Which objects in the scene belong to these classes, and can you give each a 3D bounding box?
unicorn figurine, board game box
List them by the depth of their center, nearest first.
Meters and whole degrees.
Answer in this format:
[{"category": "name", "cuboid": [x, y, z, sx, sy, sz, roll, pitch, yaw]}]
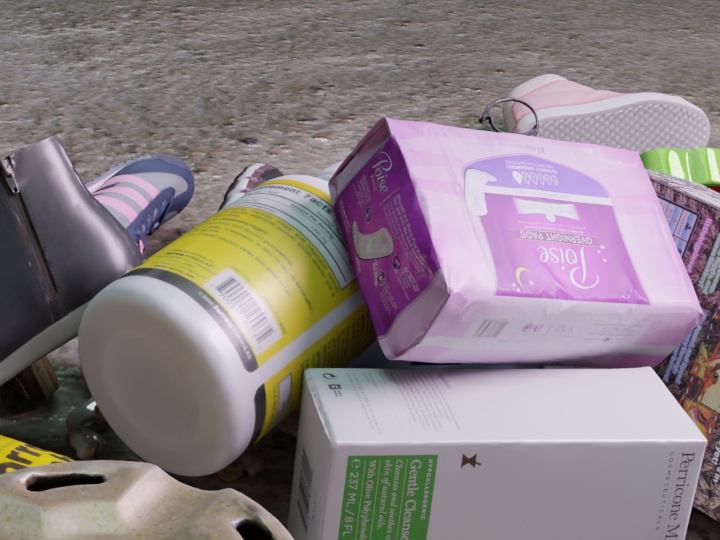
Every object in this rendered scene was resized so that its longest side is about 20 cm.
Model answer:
[{"category": "board game box", "cuboid": [0.220, 0.049, 0.953, 0.096, 0.161, 0.199, 8, 17, -43]}, {"category": "unicorn figurine", "cuboid": [-0.124, 0.062, 0.971, 0.198, 0.074, 0.138, 24, 24, -10]}]

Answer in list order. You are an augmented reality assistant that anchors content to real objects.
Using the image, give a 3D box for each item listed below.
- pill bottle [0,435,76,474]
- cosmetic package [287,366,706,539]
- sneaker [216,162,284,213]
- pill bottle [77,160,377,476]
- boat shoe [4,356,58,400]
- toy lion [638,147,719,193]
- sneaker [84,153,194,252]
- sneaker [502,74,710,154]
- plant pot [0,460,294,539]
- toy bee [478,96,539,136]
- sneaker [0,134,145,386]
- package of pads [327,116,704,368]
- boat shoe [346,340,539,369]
[{"category": "pill bottle", "cuboid": [-0.172, 0.127, 0.709, 0.198, 0.114, 0.113, 17, 24, 7]}, {"category": "cosmetic package", "cuboid": [0.067, 0.114, 0.847, 0.198, 0.109, 0.085, 0, 24, -13]}, {"category": "sneaker", "cuboid": [-0.054, -0.002, 1.147, 0.114, 0.076, 0.201, 15, 34, 7]}, {"category": "pill bottle", "cuboid": [-0.051, 0.017, 0.895, 0.112, 0.114, 0.200, 20, 37, 29]}, {"category": "boat shoe", "cuboid": [-0.266, 0.032, 1.013, 0.072, 0.072, 0.199, -41, 57, -21]}, {"category": "toy lion", "cuboid": [0.224, -0.027, 1.136, 0.189, 0.200, 0.069, -1, 66, -10]}, {"category": "sneaker", "cuboid": [-0.177, -0.027, 1.181, 0.082, 0.071, 0.199, 37, 36, 21]}, {"category": "sneaker", "cuboid": [0.230, -0.149, 1.557, 0.198, 0.076, 0.105, -3, 29, -12]}, {"category": "plant pot", "cuboid": [-0.091, 0.176, 0.550, 0.198, 0.185, 0.201, 6, 23, -2]}, {"category": "toy bee", "cuboid": [0.114, -0.013, 1.198, 0.130, 0.109, 0.201, 24, 46, 3]}, {"category": "sneaker", "cuboid": [-0.224, 0.014, 0.903, 0.199, 0.107, 0.075, -33, 8, -5]}, {"category": "package of pads", "cuboid": [0.088, -0.010, 0.885, 0.198, 0.076, 0.122, 4, 55, -37]}, {"category": "boat shoe", "cuboid": [0.053, 0.054, 1.032, 0.198, 0.075, 0.065, 10, -6, -24]}]
